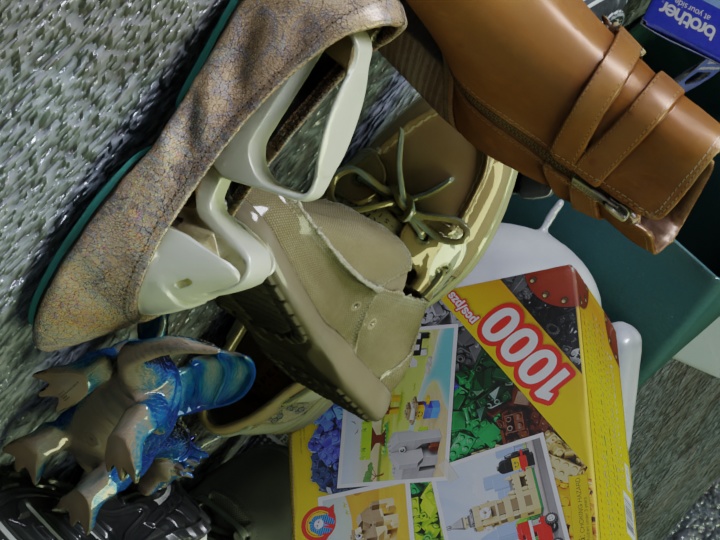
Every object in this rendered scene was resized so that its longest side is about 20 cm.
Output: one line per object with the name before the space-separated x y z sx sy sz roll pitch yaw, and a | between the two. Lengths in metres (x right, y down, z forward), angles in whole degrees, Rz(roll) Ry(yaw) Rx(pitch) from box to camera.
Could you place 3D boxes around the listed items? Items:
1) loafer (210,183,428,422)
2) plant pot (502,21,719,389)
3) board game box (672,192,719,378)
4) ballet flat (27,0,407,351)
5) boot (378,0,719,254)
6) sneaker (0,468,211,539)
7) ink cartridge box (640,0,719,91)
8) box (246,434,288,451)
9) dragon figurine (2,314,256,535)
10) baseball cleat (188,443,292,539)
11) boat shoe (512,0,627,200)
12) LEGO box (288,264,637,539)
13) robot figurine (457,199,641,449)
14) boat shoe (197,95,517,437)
loafer | -0.024 -0.002 1.172 0.067 0.076 0.200 -59 156 -12
plant pot | 0.138 -0.005 1.561 0.141 0.141 0.200 -36 162 -44
board game box | 0.228 -0.057 1.692 0.200 0.064 0.148 -75 -170 -52
ballet flat | -0.051 -0.034 1.041 0.200 0.067 0.068 -56 165 19
boot | 0.076 -0.088 1.116 0.077 0.155 0.200 -45 164 -22
sneaker | -0.130 0.130 1.202 0.079 0.074 0.200 -49 167 14
ink cartridge box | 0.223 -0.173 1.466 0.200 0.076 0.136 -66 162 14
box | -0.064 0.162 1.537 0.200 0.048 0.193 -48 168 -16
dragon figurine | -0.083 0.044 1.139 0.099 0.059 0.200 -42 170 -36
baseball cleat | -0.093 0.154 1.380 0.200 0.070 0.106 -50 160 -19
boat shoe | 0.072 -0.064 1.342 0.200 0.068 0.072 -46 165 -19
LEGO box | 0.048 0.113 1.315 0.149 0.200 0.077 -12 150 16
robot figurine | 0.067 0.062 1.451 0.169 0.113 0.200 -1 97 -24
boat shoe | 0.000 0.000 1.271 0.200 0.073 0.063 -55 168 17
